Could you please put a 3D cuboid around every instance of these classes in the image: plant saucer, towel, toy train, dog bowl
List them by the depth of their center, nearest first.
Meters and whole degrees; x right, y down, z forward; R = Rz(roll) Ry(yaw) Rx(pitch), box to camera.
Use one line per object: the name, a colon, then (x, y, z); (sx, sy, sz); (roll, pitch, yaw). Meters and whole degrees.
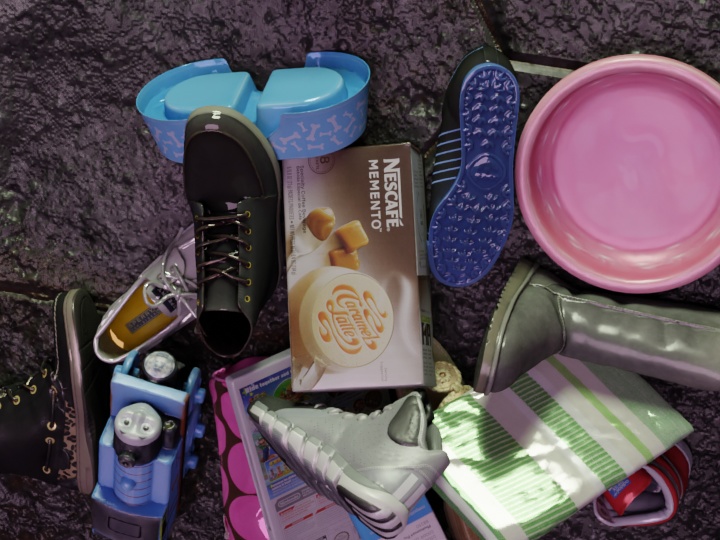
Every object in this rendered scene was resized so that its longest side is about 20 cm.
plant saucer: (0.229, -0.082, 1.522); (0.200, 0.051, 0.201); (4, 109, 12)
towel: (0.150, 0.138, 1.529); (0.153, 0.200, 0.023); (46, 157, 33)
dog bowl: (-0.087, -0.134, 1.545); (0.200, 0.112, 0.050); (-2, 122, 13)
toy train: (-0.190, 0.159, 1.638); (0.087, 0.114, 0.200); (15, 141, 3)

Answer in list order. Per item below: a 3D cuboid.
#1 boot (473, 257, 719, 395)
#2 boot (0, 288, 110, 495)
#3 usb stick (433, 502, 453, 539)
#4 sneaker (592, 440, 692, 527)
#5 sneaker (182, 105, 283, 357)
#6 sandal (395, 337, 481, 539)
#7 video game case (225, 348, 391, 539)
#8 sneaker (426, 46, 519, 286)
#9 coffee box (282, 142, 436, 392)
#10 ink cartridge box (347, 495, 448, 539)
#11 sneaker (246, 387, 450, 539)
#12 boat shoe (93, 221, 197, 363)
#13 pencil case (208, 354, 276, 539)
boot: (0.205, 0.067, 1.518); (0.200, 0.182, 0.073); (22, 131, 8)
boot: (-0.309, 0.111, 1.699); (0.150, 0.073, 0.200); (2, 115, 12)
usb stick: (0.101, 0.223, 1.666); (0.200, 0.033, 0.055); (-38, 101, 22)
sneaker: (0.190, 0.146, 1.575); (0.200, 0.113, 0.071); (27, 116, 2)
sneaker: (-0.105, -0.030, 1.500); (0.075, 0.106, 0.200); (-2, 129, 13)
sandal: (0.096, 0.142, 1.594); (0.070, 0.078, 0.212); (-15, 94, 47)
video game case: (-0.031, 0.158, 1.628); (0.143, 0.018, 0.200); (-23, 112, -24)
sneaker: (0.095, -0.088, 1.534); (0.070, 0.078, 0.200); (9, 114, -4)
coffee box: (0.000, 0.000, 1.546); (0.114, 0.080, 0.200); (-3, 85, 11)
ink cartridge box: (0.047, 0.250, 1.596); (0.067, 0.116, 0.200); (-27, 108, -3)
sneaker: (0.001, 0.133, 1.516); (0.115, 0.200, 0.075); (-44, 135, -14)
boat shoe: (-0.164, 0.016, 1.622); (0.202, 0.086, 0.075); (-36, 99, 21)
pencil case: (-0.088, 0.173, 1.663); (0.094, 0.091, 0.200); (2, 107, 19)
